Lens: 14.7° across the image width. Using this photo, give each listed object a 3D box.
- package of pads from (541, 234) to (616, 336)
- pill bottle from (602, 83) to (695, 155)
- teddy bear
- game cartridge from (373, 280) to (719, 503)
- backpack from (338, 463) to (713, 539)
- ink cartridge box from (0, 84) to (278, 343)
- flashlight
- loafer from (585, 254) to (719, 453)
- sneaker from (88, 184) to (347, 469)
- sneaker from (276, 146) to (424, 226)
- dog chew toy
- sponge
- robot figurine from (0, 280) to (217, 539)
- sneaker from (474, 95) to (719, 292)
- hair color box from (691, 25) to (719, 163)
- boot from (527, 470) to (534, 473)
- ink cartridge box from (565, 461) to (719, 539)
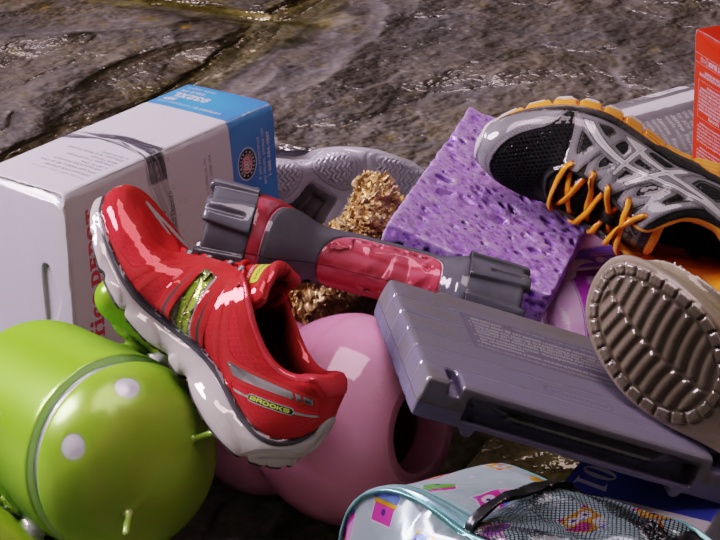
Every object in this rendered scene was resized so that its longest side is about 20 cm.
[{"bbox_3d":[0.171,0.036,1.787,0.120,0.076,0.200,-5,24,-1],"label":"package of pads"},{"bbox_3d":[0.213,-0.069,1.969,0.200,0.114,0.114,-15,28,-28],"label":"pill bottle"},{"bbox_3d":[-0.015,0.002,1.793,0.067,0.145,0.200,36,33,9],"label":"teddy bear"},{"bbox_3d":[0.110,0.069,1.582,0.200,0.038,0.130,17,17,-18],"label":"game cartridge"},{"bbox_3d":[0.064,0.187,1.342,0.153,0.176,0.200,-11,22,-30],"label":"backpack"},{"bbox_3d":[-0.149,-0.023,1.851,0.084,0.145,0.200,17,31,37],"label":"ink cartridge box"},{"bbox_3d":[0.000,0.000,1.655,0.200,0.068,0.068,15,60,-1],"label":"flashlight"},{"bbox_3d":[0.212,0.064,1.565,0.200,0.076,0.068,42,24,19],"label":"loafer"},{"bbox_3d":[-0.074,0.018,1.570,0.200,0.085,0.077,50,23,21],"label":"sneaker"},{"bbox_3d":[-0.050,-0.064,2.022,0.200,0.076,0.114,-2,18,-14],"label":"sneaker"},{"bbox_3d":[-0.045,0.083,1.655,0.200,0.125,0.125,6,24,36],"label":"dog chew toy"},{"bbox_3d":[0.091,-0.037,1.789,0.112,0.030,0.200,24,29,6],"label":"sponge"},{"bbox_3d":[-0.161,0.096,1.611,0.175,0.116,0.200,-51,36,-14],"label":"robot figurine"},{"bbox_3d":[0.167,-0.046,1.753,0.200,0.078,0.077,18,43,1],"label":"sneaker"},{"bbox_3d":[0.276,-0.066,1.853,0.101,0.200,0.061,-12,27,-21],"label":"hair color box"},{"bbox_3d":[0.032,0.168,1.532,0.075,0.074,0.200,-6,13,29],"label":"boot"},{"bbox_3d":[0.149,0.154,1.564,0.094,0.044,0.200,11,27,22],"label":"ink cartridge box"}]
